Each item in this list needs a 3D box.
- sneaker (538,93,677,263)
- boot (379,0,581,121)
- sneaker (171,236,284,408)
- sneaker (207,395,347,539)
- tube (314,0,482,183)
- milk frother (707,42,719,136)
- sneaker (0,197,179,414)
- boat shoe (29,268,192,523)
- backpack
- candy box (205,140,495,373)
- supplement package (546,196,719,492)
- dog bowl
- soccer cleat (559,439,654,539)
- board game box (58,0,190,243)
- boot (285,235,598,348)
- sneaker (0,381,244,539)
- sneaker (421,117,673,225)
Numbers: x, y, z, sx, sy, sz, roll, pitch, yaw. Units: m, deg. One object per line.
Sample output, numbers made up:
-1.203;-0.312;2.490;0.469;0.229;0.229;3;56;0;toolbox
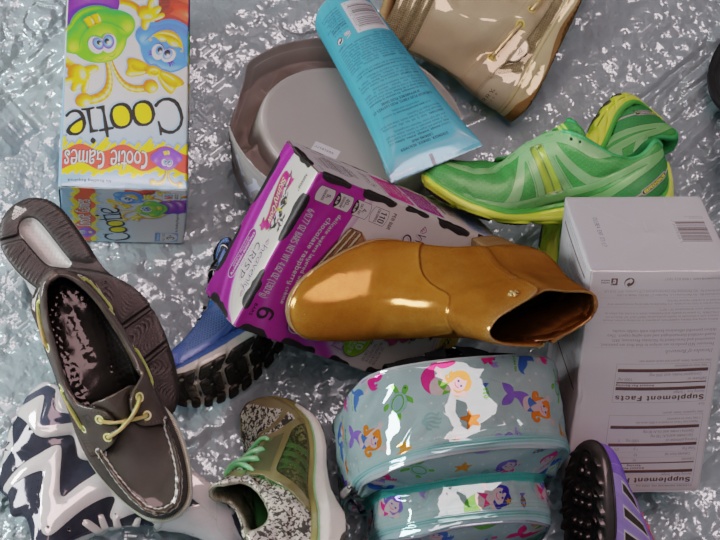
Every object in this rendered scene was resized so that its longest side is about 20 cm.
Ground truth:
0.203;-0.057;1.795;0.083;0.074;0.201;25;66;9;sneaker
0.107;-0.246;1.864;0.155;0.073;0.201;28;72;-8;boot
-0.097;0.029;1.739;0.089;0.079;0.200;38;59;18;sneaker
-0.072;0.155;1.634;0.088;0.077;0.200;18;26;-27;sneaker
0.022;-0.147;1.738;0.077;0.051;0.201;-26;47;-4;tube
0.416;-0.156;1.847;0.199;0.181;0.189;26;101;-25;milk frother
-0.201;0.037;1.697;0.075;0.115;0.201;-34;82;-5;sneaker
-0.184;0.092;1.600;0.071;0.061;0.202;-28;85;-5;boat shoe
0.069;0.135;1.634;0.176;0.200;0.152;-4;67;-9;backpack
0.000;0.000;1.674;0.199;0.137;0.061;19;17;-37;candy box
0.207;0.057;1.672;0.108;0.201;0.114;0;32;-6;supplement package
-0.015;-0.101;1.778;0.198;0.059;0.201;7;46;-7;dog bowl
0.201;0.220;1.654;0.073;0.068;0.202;-13;99;-23;soccer cleat
-0.190;-0.135;1.778;0.102;0.105;0.202;2;67;-6;board game box
0.058;0.023;1.580;0.200;0.144;0.071;-14;111;-17;boot
-0.193;0.187;1.655;0.198;0.079;0.130;34;81;-7;sneaker
0.144;-0.077;1.705;0.198;0.074;0.084;1;95;-6;sneaker
